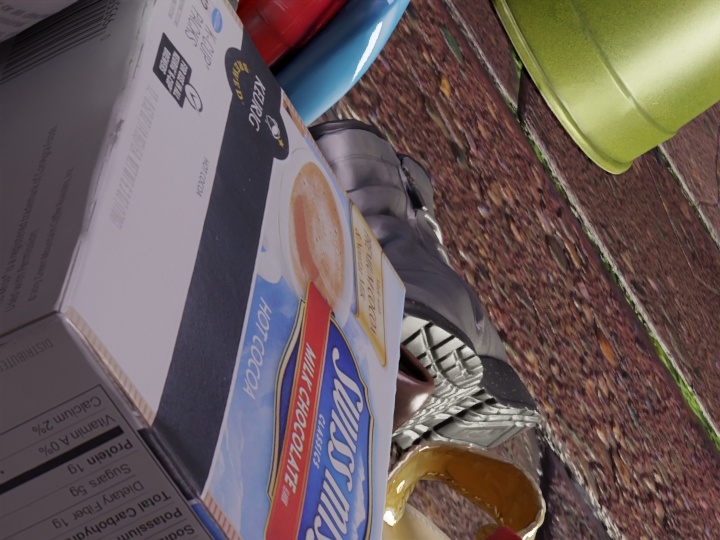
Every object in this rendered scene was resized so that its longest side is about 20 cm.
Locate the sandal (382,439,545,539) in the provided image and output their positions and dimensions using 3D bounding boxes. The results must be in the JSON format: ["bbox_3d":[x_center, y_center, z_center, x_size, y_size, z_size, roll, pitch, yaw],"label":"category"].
[{"bbox_3d":[0.031,0.093,1.065,0.212,0.070,0.078,40,29,-51],"label":"sandal"}]

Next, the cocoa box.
[{"bbox_3d":[-0.078,0.033,0.745,0.131,0.133,0.200,56,20,-25],"label":"cocoa box"}]

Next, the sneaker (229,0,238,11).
[{"bbox_3d":[-0.121,-0.125,0.946,0.200,0.080,0.086,39,28,-28],"label":"sneaker"}]

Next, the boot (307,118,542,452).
[{"bbox_3d":[0.000,0.000,1.134,0.132,0.070,0.200,67,7,18],"label":"boot"}]

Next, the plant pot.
[{"bbox_3d":[0.188,-0.185,1.676,0.200,0.193,0.201,53,21,-31],"label":"plant pot"}]

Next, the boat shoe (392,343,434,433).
[{"bbox_3d":[-0.054,-0.020,0.954,0.200,0.072,0.072,51,20,-5],"label":"boat shoe"}]

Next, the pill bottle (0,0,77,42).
[{"bbox_3d":[-0.111,-0.111,0.743,0.114,0.200,0.114,53,21,-31],"label":"pill bottle"}]

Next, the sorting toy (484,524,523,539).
[{"bbox_3d":[0.096,0.180,0.974,0.200,0.070,0.199,56,-11,-31],"label":"sorting toy"}]

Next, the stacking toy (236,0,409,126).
[{"bbox_3d":[-0.075,-0.145,1.084,0.200,0.116,0.110,45,27,-12],"label":"stacking toy"}]
